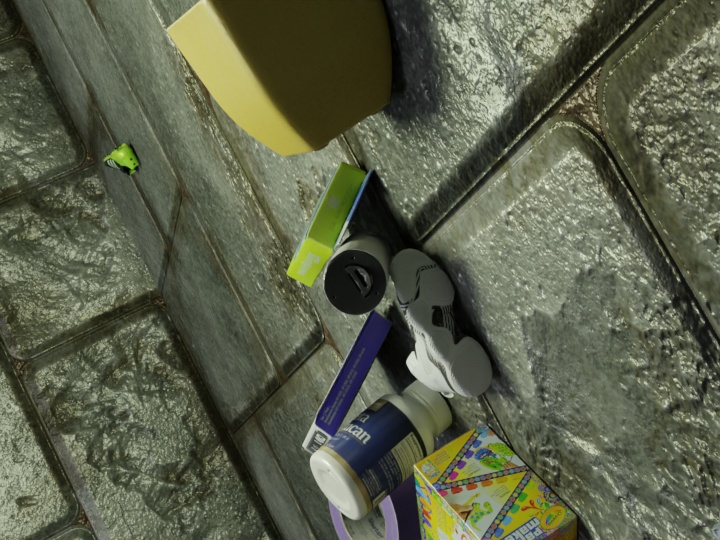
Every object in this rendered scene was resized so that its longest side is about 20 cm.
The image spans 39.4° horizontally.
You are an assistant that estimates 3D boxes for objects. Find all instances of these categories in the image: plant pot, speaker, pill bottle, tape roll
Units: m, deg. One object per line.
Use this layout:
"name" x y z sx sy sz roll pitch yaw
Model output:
"plant pot" -0.074 -0.245 1.145 0.202 0.194 0.194 61 161 -14
"speaker" 0.000 0.000 1.286 0.200 0.080 0.082 -69 -45 -81
"pill bottle" 0.034 0.246 1.420 0.111 0.199 0.112 39 151 27
"tape roll" 0.033 0.401 1.702 0.199 0.084 0.204 19 114 50

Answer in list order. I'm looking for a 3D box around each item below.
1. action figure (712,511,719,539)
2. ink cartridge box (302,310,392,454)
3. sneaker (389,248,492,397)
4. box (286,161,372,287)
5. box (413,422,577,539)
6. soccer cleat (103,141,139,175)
"action figure" 0.347 0.198 0.661 0.198 0.150 0.134 27 163 5
"ink cartridge box" -0.018 0.164 1.494 0.043 0.200 0.201 27 156 3
"sneaker" 0.085 0.075 1.280 0.202 0.074 0.115 60 158 4
"box" -0.046 -0.063 1.384 0.047 0.124 0.200 25 159 -5
"box" 0.176 0.352 1.317 0.193 0.121 0.202 44 152 44
"soccer cleat" -0.642 -0.291 2.704 0.082 0.067 0.199 55 162 -13
